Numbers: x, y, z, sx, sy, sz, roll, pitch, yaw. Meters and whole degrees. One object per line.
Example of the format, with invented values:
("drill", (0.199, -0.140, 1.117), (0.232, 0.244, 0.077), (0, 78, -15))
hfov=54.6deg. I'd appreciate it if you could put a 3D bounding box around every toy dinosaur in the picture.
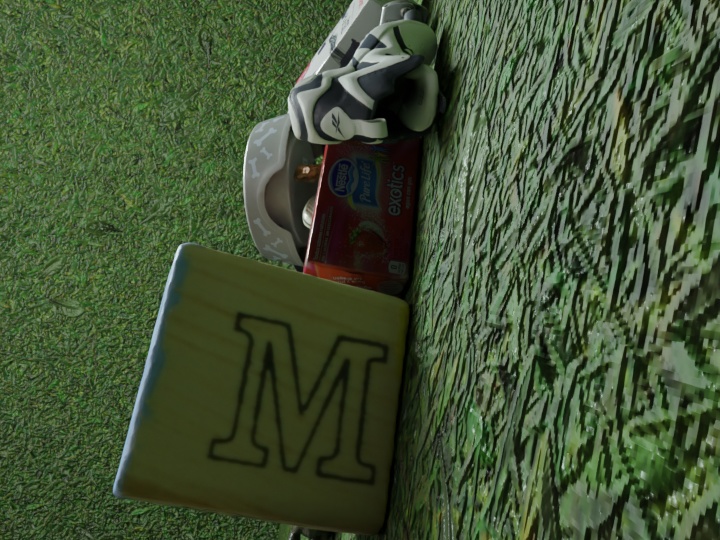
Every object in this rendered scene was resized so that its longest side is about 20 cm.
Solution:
("toy dinosaur", (0.018, -0.147, 0.817), (0.060, 0.200, 0.106), (51, 178, 27))
("toy dinosaur", (-0.060, 0.313, 0.890), (0.200, 0.077, 0.102), (99, -168, -73))

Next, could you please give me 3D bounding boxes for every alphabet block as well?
("alphabet block", (-0.091, 0.114, 0.612), (0.195, 0.200, 0.197), (139, 144, -65))

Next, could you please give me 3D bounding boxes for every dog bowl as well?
("dog bowl", (-0.092, -0.102, 0.889), (0.200, 0.059, 0.200), (-1, -90, -79))

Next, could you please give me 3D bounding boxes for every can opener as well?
("can opener", (0.041, -0.234, 0.855), (0.200, 0.053, 0.067), (101, 167, -51))

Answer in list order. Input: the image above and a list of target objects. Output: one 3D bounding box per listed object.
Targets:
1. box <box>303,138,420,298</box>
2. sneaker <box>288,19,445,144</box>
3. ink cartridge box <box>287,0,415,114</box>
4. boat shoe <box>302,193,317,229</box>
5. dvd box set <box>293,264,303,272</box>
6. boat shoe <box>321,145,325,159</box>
("box", (0.000, -0.056, 0.702), (0.100, 0.095, 0.200), (106, 172, -57))
("sneaker", (0.043, -0.172, 0.647), (0.199, 0.129, 0.080), (-36, -48, -37))
("ink cartridge box", (-0.009, -0.289, 0.959), (0.200, 0.084, 0.145), (-48, 21, 29))
("boat shoe", (-0.012, -0.067, 0.848), (0.200, 0.075, 0.062), (-40, -40, -66))
("dvd box set", (-0.040, -0.053, 1.062), (0.146, 0.029, 0.200), (62, -143, -50))
("boat shoe", (-0.007, -0.121, 0.969), (0.200, 0.070, 0.070), (66, -161, -58))
